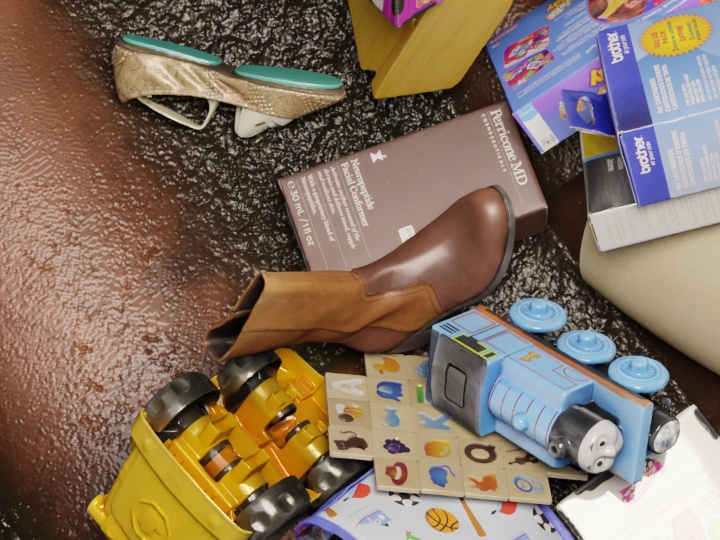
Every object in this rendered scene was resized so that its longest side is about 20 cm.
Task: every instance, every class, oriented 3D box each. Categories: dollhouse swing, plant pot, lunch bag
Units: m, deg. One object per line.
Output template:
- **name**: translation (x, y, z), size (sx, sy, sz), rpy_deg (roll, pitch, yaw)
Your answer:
- **dollhouse swing**: translation (0.102, -0.261, 1.642), size (0.175, 0.182, 0.201), rpy_deg (3, 57, -23)
- **plant pot**: translation (0.280, -0.006, 1.554), size (0.199, 0.187, 0.188), rpy_deg (18, 77, 24)
- **lunch bag**: translation (0.064, 0.231, 1.494), size (0.170, 0.124, 0.200), rpy_deg (-31, 79, -41)

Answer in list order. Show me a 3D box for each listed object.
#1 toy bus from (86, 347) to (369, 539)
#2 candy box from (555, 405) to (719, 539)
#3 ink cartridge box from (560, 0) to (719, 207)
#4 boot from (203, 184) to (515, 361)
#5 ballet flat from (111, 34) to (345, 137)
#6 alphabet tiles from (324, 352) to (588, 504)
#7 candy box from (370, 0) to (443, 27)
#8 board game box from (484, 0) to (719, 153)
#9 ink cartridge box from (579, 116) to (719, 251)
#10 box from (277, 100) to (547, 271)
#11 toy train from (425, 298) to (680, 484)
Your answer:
- **toy bus**: translation (-0.110, 0.173, 1.541), size (0.136, 0.200, 0.192), rpy_deg (46, 124, 14)
- **candy box**: translation (0.261, 0.225, 1.533), size (0.136, 0.061, 0.200), rpy_deg (-35, 77, -5)
- **ink cartridge box**: translation (0.250, -0.127, 1.458), size (0.199, 0.076, 0.137), rpy_deg (-15, 38, 9)
- **boot**: translation (0.000, 0.000, 1.505), size (0.199, 0.188, 0.069), rpy_deg (1, 60, -39)
- **ballet flat**: translation (-0.112, -0.147, 1.667), size (0.199, 0.071, 0.066), rpy_deg (13, 104, 10)
- **alphabet tiles**: translation (0.072, 0.120, 1.538), size (0.199, 0.006, 0.167), rpy_deg (6, 34, -8)
- **candy box**: translation (0.089, -0.286, 1.490), size (0.200, 0.137, 0.061), rpy_deg (-32, 63, -19)
- **board game box**: translation (0.202, -0.192, 1.582), size (0.200, 0.135, 0.045), rpy_deg (-33, 120, 12)
- **ink cartridge box**: translation (0.267, -0.107, 1.527), size (0.199, 0.047, 0.198), rpy_deg (-15, 33, 13)
- **box**: translation (0.043, -0.052, 1.621), size (0.199, 0.075, 0.100), rpy_deg (-20, 75, -3)
- **toy train**: translation (0.144, 0.092, 1.511), size (0.114, 0.087, 0.200), rpy_deg (-21, 38, -36)
